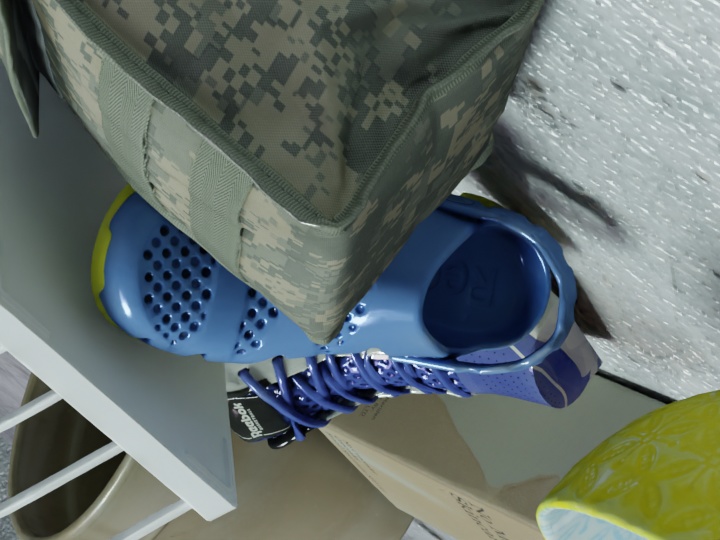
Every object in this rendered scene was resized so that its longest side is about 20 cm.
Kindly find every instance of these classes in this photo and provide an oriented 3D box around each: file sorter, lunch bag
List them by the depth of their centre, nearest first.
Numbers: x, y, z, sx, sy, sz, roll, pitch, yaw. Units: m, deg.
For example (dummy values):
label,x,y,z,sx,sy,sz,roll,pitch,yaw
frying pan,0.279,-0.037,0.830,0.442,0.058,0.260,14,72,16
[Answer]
label,x,y,z,sx,sy,sz,roll,pitch,yaw
lunch bag,-0.055,-0.088,0.720,0.200,0.118,0.164,40,168,6
file sorter,-0.142,0.007,0.885,0.139,0.124,0.200,46,-157,-38

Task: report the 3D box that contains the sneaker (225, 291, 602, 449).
label,x,y,z,sx,sy,sz,roll,pitch,yaw
sneaker,-0.001,0.034,0.998,0.199,0.115,0.081,25,164,39

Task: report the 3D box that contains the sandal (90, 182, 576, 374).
label,x,y,z,sx,sy,sz,roll,pitch,yaw
sandal,0.000,0.000,0.833,0.199,0.080,0.087,0,-169,-32

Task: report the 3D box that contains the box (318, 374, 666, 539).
label,x,y,z,sx,sy,sz,roll,pitch,yaw
box,0.082,0.090,1.067,0.200,0.078,0.095,22,160,47

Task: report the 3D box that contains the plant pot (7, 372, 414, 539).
label,x,y,z,sx,sy,sz,roll,pitch,yaw
plant pot,-0.059,0.074,1.192,0.173,0.201,0.200,23,173,-23

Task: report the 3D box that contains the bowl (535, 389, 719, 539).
label,x,y,z,sx,sy,sz,roll,pitch,yaw
bowl,0.171,0.097,0.798,0.200,0.108,0.200,34,168,8
